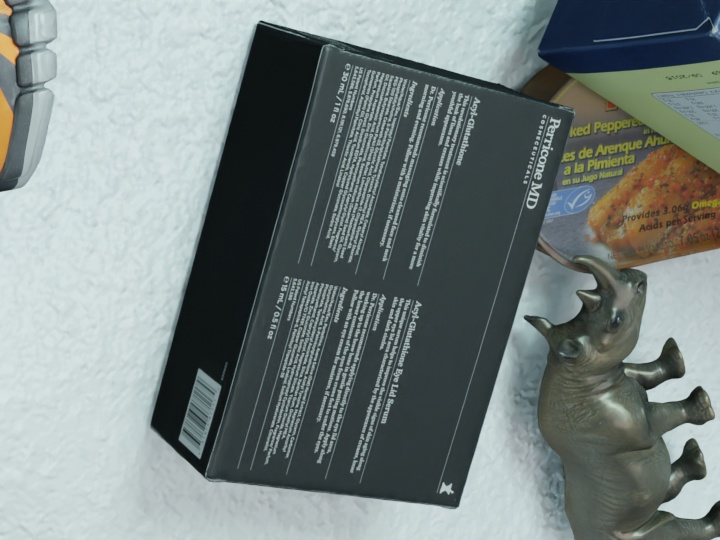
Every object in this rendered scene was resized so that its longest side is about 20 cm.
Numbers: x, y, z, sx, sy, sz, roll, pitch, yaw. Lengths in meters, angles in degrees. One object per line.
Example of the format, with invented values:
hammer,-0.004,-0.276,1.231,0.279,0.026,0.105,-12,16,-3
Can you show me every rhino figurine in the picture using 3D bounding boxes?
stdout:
rhino figurine,0.136,0.075,0.968,0.087,0.060,0.200,-22,123,-5

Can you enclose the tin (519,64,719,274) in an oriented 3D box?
tin,0.158,-0.065,0.960,0.200,0.042,0.112,-11,115,-27

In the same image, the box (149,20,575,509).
box,0.000,0.000,0.865,0.141,0.079,0.201,12,99,-29

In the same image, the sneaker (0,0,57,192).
sneaker,-0.184,-0.127,0.728,0.112,0.078,0.201,-7,99,-24

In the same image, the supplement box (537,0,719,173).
supplement box,0.229,-0.145,0.883,0.200,0.134,0.200,29,79,-27
